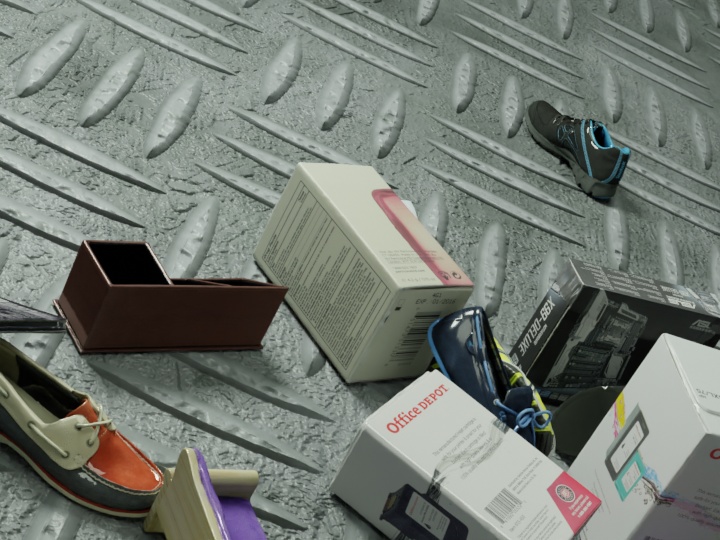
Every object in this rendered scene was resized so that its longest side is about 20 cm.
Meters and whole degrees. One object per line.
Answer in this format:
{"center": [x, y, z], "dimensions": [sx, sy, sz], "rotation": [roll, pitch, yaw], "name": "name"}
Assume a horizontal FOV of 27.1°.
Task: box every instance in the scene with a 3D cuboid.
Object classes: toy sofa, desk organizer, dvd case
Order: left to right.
{"center": [-0.359, 0.035, 1.201], "dimensions": [0.200, 0.016, 0.148], "rotation": [2, 7, -40], "name": "dvd case"}
{"center": [-0.172, 0.024, 1.388], "dimensions": [0.200, 0.077, 0.072], "rotation": [1, 40, -39], "name": "desk organizer"}
{"center": [-0.088, 0.230, 1.123], "dimensions": [0.083, 0.098, 0.200], "rotation": [7, 35, -32], "name": "toy sofa"}

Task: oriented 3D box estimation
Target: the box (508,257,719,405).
{"center": [0.273, 0.079, 1.600], "dimensions": [0.199, 0.158, 0.050], "rotation": [14, 33, -26], "name": "box"}

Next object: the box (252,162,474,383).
{"center": [0.000, 0.000, 1.521], "dimensions": [0.109, 0.128, 0.200], "rotation": [-1, 41, -42], "name": "box"}

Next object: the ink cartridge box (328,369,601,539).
{"center": [0.094, 0.199, 1.336], "dimensions": [0.200, 0.084, 0.145], "rotation": [38, 31, 14], "name": "ink cartridge box"}

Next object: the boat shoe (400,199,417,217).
{"center": [0.042, -0.008, 1.647], "dimensions": [0.062, 0.072, 0.200], "rotation": [-6, 34, -8], "name": "boat shoe"}

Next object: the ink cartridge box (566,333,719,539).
{"center": [0.314, 0.193, 1.416], "dimensions": [0.146, 0.200, 0.146], "rotation": [17, 31, -20], "name": "ink cartridge box"}

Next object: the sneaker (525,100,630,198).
{"center": [0.312, -0.190, 2.124], "dimensions": [0.073, 0.082, 0.200], "rotation": [-3, 41, -41], "name": "sneaker"}

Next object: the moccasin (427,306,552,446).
{"center": [0.134, 0.127, 1.432], "dimensions": [0.200, 0.068, 0.080], "rotation": [61, 14, 5], "name": "moccasin"}

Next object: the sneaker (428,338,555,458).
{"center": [0.139, 0.112, 1.524], "dimensions": [0.076, 0.075, 0.200], "rotation": [8, 40, -54], "name": "sneaker"}

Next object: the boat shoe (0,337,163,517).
{"center": [-0.237, 0.124, 1.195], "dimensions": [0.200, 0.063, 0.071], "rotation": [33, 28, 5], "name": "boat shoe"}

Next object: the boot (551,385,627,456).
{"center": [0.312, 0.161, 1.566], "dimensions": [0.174, 0.199, 0.069], "rotation": [36, 37, -60], "name": "boot"}
